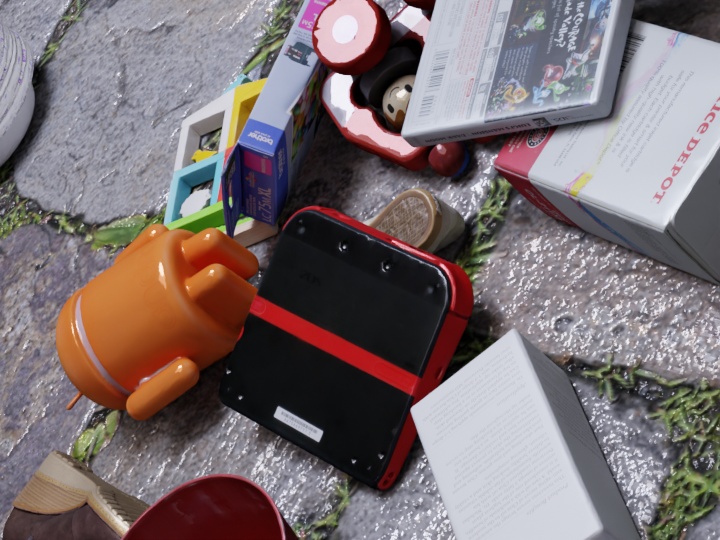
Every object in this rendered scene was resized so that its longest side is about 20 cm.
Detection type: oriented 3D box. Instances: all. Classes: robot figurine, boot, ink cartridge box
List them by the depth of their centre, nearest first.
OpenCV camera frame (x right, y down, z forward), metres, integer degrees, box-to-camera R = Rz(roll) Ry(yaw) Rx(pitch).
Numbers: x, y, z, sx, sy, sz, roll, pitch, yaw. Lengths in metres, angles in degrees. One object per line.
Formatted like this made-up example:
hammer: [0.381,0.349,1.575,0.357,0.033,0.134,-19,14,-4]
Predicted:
ink cartridge box: [0.213,-0.091,1.575,0.146,0.083,0.200,-55,37,-6]
boot: [-0.237,0.255,1.788,0.199,0.072,0.168,26,92,51]
robot figurine: [-0.175,0.041,1.842,0.199,0.116,0.145,-31,85,24]
ink cartridge box: [-0.063,-0.126,1.855,0.042,0.120,0.201,21,63,10]

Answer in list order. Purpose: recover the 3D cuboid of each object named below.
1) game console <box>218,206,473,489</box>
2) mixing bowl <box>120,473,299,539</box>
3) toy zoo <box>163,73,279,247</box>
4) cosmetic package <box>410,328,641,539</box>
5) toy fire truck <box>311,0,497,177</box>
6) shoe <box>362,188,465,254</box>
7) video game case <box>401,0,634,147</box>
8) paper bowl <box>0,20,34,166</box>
game console: [-0.013,0.054,1.690,0.199,0.031,0.178,25,94,42]
mixing bowl: [-0.098,0.261,1.585,0.199,0.108,0.201,-27,43,28]
toy zoo: [-0.117,-0.099,1.975,0.130,0.020,0.201,-21,47,34]
cosmetic package: [0.114,0.148,1.490,0.101,0.071,0.201,-38,39,16]
toy fire truck: [0.065,-0.168,1.785,0.200,0.112,0.168,-41,58,11]
shoe: [0.000,0.000,1.755,0.199,0.053,0.070,-31,71,31]
video game case: [0.127,-0.192,1.648,0.181,0.023,0.202,-7,57,39]
paper bowl: [-0.419,-0.168,2.275,0.200,0.104,0.202,-27,44,29]
